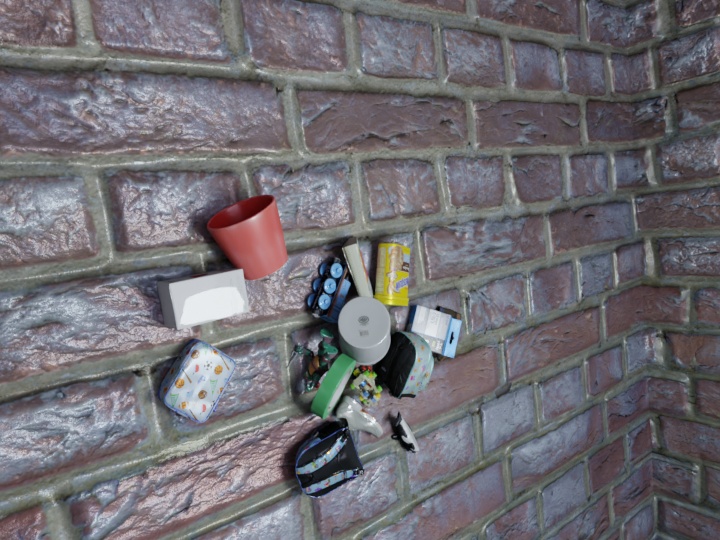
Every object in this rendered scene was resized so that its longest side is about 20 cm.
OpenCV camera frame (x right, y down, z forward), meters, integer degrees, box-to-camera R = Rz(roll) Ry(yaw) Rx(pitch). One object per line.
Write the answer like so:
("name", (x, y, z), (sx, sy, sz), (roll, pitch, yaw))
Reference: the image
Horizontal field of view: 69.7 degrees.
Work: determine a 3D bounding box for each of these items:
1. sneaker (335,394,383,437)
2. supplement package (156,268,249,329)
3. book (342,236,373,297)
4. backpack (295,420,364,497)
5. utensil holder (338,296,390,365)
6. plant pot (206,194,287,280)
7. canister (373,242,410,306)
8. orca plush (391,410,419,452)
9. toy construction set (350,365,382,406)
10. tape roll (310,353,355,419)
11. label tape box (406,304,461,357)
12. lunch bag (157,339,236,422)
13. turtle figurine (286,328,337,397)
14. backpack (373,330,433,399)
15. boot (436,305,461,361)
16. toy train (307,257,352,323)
("sneaker", (-0.010, 0.503, 1.716), (0.200, 0.075, 0.092), (47, 72, -19))
("supplement package", (-0.415, 0.070, 1.371), (0.198, 0.121, 0.122), (-14, 99, -36))
("book", (0.000, 0.000, 1.680), (0.047, 0.134, 0.203), (-16, 103, 8))
("backpack", (-0.111, 0.585, 1.596), (0.198, 0.134, 0.185), (-25, 104, -20))
("utensil holder", (0.012, 0.186, 1.597), (0.167, 0.201, 0.172), (0, 67, 1))
("plant pot", (-0.297, -0.085, 1.427), (0.200, 0.199, 0.179), (-36, 121, -30))
("canister", (0.110, 0.016, 1.764), (0.148, 0.086, 0.203), (11, 82, -57))
("orca plush", (0.143, 0.584, 1.821), (0.070, 0.106, 0.201), (-24, 137, 5))
("toy construction set", (0.026, 0.379, 1.687), (0.092, 0.200, 0.132), (-37, 71, -8))
("tape roll", (-0.082, 0.354, 1.586), (0.048, 0.201, 0.202), (27, 69, 12))
("label tape box", (0.270, 0.221, 1.867), (0.197, 0.066, 0.145), (17, 80, -6))
("lunch bag", (-0.435, 0.301, 1.391), (0.160, 0.075, 0.202), (41, 67, -32))
("turtle figurine", (-0.141, 0.282, 1.573), (0.100, 0.150, 0.201), (7, 127, -43))
("backpack", (0.156, 0.307, 1.739), (0.151, 0.176, 0.203), (3, 111, -32))
("boot", (0.301, 0.233, 1.947), (0.096, 0.075, 0.202), (28, 71, -16))
("toy train", (-0.089, 0.064, 1.635), (0.114, 0.086, 0.202), (34, 68, -36))
